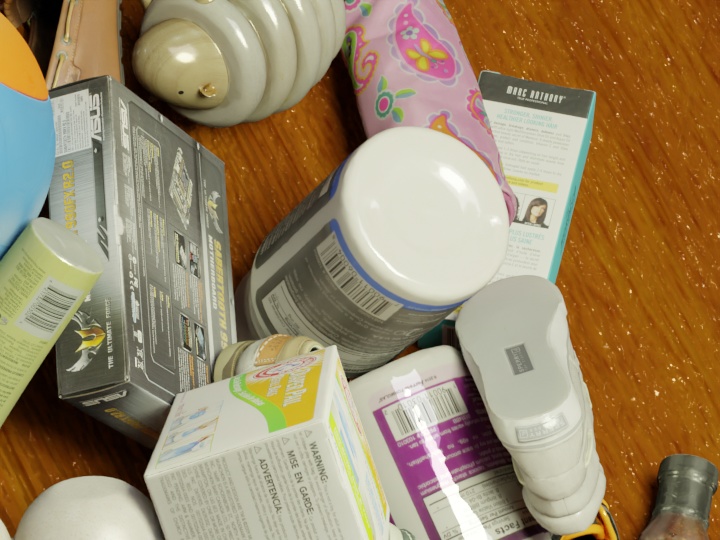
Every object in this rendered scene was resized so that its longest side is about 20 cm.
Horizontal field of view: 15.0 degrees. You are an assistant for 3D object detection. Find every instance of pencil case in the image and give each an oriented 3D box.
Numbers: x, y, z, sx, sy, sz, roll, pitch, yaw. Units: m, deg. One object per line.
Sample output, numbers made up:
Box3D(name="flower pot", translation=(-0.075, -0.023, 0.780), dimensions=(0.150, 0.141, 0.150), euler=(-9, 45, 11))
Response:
Box3D(name="pencil case", translation=(0.039, -0.104, 1.813), dimensions=(0.087, 0.087, 0.200), euler=(1, 52, -27))

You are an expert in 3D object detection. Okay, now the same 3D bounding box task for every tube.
Box3D(name="tube", translation=(-0.224, 0.060, 1.584), dimensions=(0.058, 0.200, 0.052), euler=(45, 17, 30))

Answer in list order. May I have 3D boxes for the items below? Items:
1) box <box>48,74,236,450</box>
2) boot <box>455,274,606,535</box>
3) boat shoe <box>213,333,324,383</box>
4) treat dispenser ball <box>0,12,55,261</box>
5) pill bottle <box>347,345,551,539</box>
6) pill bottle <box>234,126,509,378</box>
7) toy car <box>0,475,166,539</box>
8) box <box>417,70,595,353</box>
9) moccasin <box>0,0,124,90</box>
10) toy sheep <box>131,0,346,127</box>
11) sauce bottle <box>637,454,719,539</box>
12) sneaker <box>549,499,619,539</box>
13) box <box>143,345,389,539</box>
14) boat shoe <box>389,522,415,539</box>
Box3D(name="box", translation=(-0.131, 0.002, 1.668), dimensions=(0.158, 0.048, 0.200), euler=(38, 43, -61))
Box3D(name="boot", translation=(0.107, 0.085, 1.699), dimensions=(0.200, 0.073, 0.096), euler=(-91, 166, -63))
Box3D(name="boat shoe", translation=(-0.033, 0.138, 1.657), dimensions=(0.075, 0.068, 0.200), euler=(-21, 97, -49))
Box3D(name="treat dispenser ball", translation=(-0.277, -0.076, 1.586), dimensions=(0.200, 0.201, 0.201), euler=(11, 63, -23))
Box3D(name="pill bottle", translation=(0.053, 0.157, 1.711), dimensions=(0.112, 0.112, 0.200), euler=(-18, 78, -33))
Box3D(name="pill bottle", translation=(0.000, 0.000, 1.700), dimensions=(0.114, 0.200, 0.114), euler=(10, 64, -23))
Box3D(name="toy car", translation=(-0.191, 0.192, 1.489), dimensions=(0.200, 0.150, 0.175), euler=(-4, 105, -14))
Box3D(name="box", translation=(0.098, -0.036, 1.841), dimensions=(0.082, 0.049, 0.200), euler=(11, 59, 9))
Box3D(name="moccasin", translation=(-0.197, -0.173, 1.752), dimensions=(0.078, 0.074, 0.202), euler=(9, 65, -28))
Box3D(name="toy sheep", translation=(-0.075, -0.165, 1.779), dimensions=(0.200, 0.138, 0.138), euler=(-35, 87, -40))
Box3D(name="sauce bottle", translation=(0.201, 0.217, 1.791), dimensions=(0.066, 0.066, 0.200), euler=(26, 58, -15))
Box3D(name="sneaker", translation=(0.128, 0.155, 1.773), dimensions=(0.078, 0.077, 0.200), euler=(-8, 70, -28))
Box3D(name="box", translation=(-0.048, 0.124, 1.522), dimensions=(0.101, 0.200, 0.113), euler=(-18, 99, 4))
Box3D(name="boat shoe", translation=(0.012, 0.245, 1.594), dimensions=(0.062, 0.073, 0.200), euler=(31, 55, -34))
